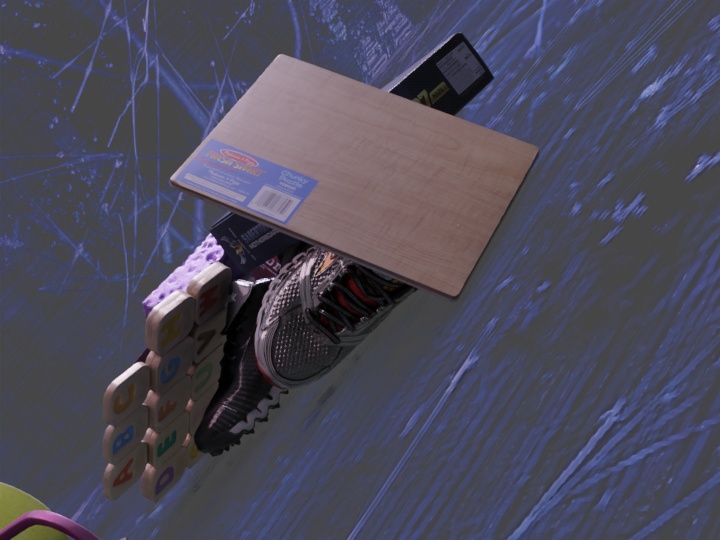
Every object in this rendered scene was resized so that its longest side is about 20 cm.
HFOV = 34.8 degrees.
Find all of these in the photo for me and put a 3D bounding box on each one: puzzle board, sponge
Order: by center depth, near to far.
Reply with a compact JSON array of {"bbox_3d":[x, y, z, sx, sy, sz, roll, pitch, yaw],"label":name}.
[{"bbox_3d":[-0.001,-0.065,0.751,0.151,0.200,0.017,-57,-18,-38],"label":"puzzle board"},{"bbox_3d":[-0.132,0.060,1.004,0.112,0.030,0.200,-52,-25,-35],"label":"sponge"}]

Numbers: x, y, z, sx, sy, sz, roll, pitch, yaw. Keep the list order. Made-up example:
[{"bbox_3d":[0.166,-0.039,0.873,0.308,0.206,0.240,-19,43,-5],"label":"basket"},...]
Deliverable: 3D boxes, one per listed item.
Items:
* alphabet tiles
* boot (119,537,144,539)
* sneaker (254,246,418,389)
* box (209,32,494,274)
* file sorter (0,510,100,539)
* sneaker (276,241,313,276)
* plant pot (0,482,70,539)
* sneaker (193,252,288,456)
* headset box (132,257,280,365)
[{"bbox_3d":[-0.144,0.094,0.948,0.196,0.015,0.200,-42,-32,-49],"label":"alphabet tiles"},{"bbox_3d":[-0.160,0.158,0.536,0.138,0.200,0.077,-49,34,-15],"label":"boot"},{"bbox_3d":[0.000,0.000,0.795,0.200,0.078,0.082,-50,10,-1],"label":"sneaker"},{"bbox_3d":[-0.007,-0.090,0.887,0.200,0.051,0.158,-44,9,-35],"label":"box"},{"bbox_3d":[-0.137,0.205,0.397,0.125,0.139,0.200,-38,14,47],"label":"file sorter"},{"bbox_3d":[0.008,-0.032,0.900,0.200,0.078,0.086,-55,14,-32],"label":"sneaker"},{"bbox_3d":[-0.352,0.312,0.978,0.187,0.187,0.200,-46,23,17],"label":"plant pot"},{"bbox_3d":[-0.085,0.055,0.931,0.200,0.090,0.066,-53,11,-23],"label":"sneaker"},{"bbox_3d":[-0.134,0.048,1.180,0.200,0.077,0.149,-50,-3,-11],"label":"headset box"}]
